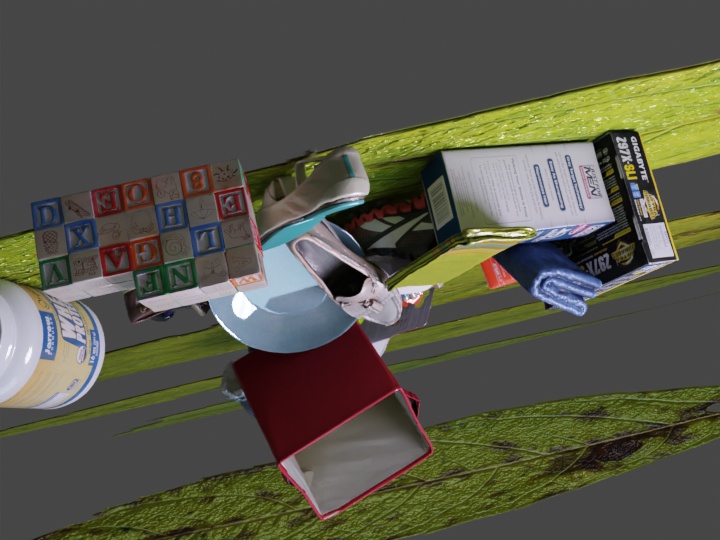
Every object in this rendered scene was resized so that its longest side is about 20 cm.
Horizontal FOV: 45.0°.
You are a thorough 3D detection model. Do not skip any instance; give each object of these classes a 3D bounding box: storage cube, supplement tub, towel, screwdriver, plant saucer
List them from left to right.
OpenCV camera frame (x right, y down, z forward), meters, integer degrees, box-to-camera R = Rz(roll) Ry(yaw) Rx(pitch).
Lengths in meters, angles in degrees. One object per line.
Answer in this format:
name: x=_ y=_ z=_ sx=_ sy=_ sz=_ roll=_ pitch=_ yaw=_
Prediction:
supplement tub: x=-0.409 y=0.088 z=1.017 sx=0.144 sy=0.145 sz=0.200 roll=-15 pitch=167 yaw=11
screwdriver: x=-0.256 y=0.051 z=1.210 sx=0.028 sy=0.029 sz=0.200 roll=35 pitch=154 yaw=-22
plant saucer: x=-0.088 y=0.011 z=1.065 sx=0.200 sy=0.039 sz=0.202 roll=-5 pitch=123 yaw=-7
storage cube: x=-0.035 y=0.182 z=1.145 sx=0.199 sy=0.180 sz=0.171 roll=-32 pitch=137 yaw=-5
towel: x=0.104 y=-0.010 z=0.948 sx=0.086 sy=0.018 sz=0.200 roll=-2 pitch=165 yaw=-24
towel: x=0.194 y=-0.027 z=1.045 sx=0.111 sy=0.200 sz=0.049 roll=19 pitch=112 yaw=-35

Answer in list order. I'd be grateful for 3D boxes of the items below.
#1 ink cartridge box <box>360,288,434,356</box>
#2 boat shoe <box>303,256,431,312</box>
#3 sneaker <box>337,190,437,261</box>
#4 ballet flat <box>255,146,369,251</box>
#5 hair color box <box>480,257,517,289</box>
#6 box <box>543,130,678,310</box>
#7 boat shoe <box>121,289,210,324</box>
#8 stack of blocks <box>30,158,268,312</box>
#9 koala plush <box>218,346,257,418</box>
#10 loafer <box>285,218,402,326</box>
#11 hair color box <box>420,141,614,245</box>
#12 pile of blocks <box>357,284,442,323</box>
ink cartridge box: x=0.046 y=0.076 z=1.408 sx=0.199 sy=0.161 sz=0.050 roll=-19 pitch=123 yaw=30
boat shoe: x=0.000 y=0.000 z=1.122 sx=0.199 sy=0.071 sz=0.069 roll=-13 pitch=146 yaw=-1
sneaker: x=0.057 y=-0.040 z=1.039 sx=0.200 sy=0.098 sz=0.071 roll=-18 pitch=168 yaw=26
ballet flat: x=-0.058 y=-0.073 z=0.867 sx=0.069 sy=0.070 sz=0.200 roll=-3 pitch=169 yaw=-35
hair color box: x=0.267 y=-0.046 z=1.206 sx=0.199 sy=0.061 sz=0.102 roll=-17 pitch=-159 yaw=18
box: x=0.277 y=-0.055 z=1.050 sx=0.049 sy=0.160 sz=0.200 roll=-7 pitch=165 yaw=-26
boat shoe: x=-0.204 y=0.023 z=1.103 sx=0.199 sy=0.072 sz=0.072 roll=-13 pitch=167 yaw=0
stack of blocks: x=-0.197 y=-0.023 z=0.822 sx=0.199 sy=0.116 sz=0.059 roll=-12 pitch=167 yaw=-2
koala plush: x=-0.123 y=0.134 z=1.294 sx=0.183 sy=0.201 sz=0.177 roll=4 pitch=151 yaw=30
loafer: x=-0.021 y=0.009 z=1.013 sx=0.072 sy=0.063 sz=0.200 roll=-38 pitch=120 yaw=15
hair color box: x=0.175 y=-0.082 z=0.965 sx=0.199 sy=0.101 sz=0.061 roll=-7 pitch=166 yaw=-23
pile of blocks: x=0.039 y=0.036 z=1.195 sx=0.199 sy=0.062 sz=0.082 roll=-17 pitch=-151 yaw=15
